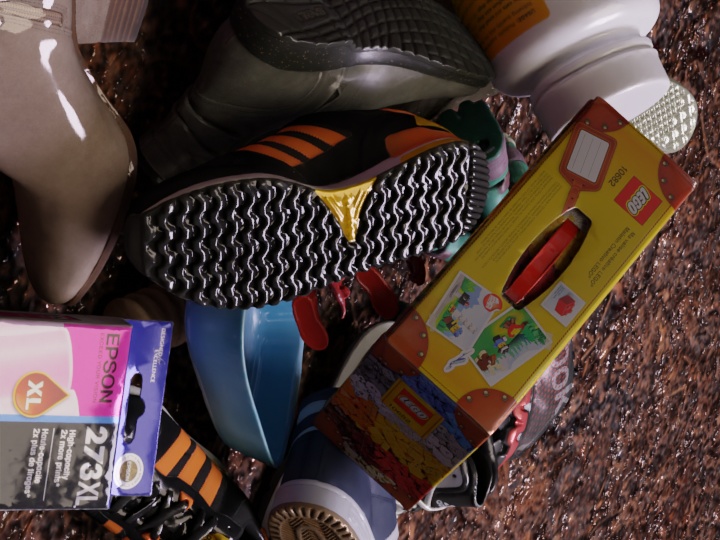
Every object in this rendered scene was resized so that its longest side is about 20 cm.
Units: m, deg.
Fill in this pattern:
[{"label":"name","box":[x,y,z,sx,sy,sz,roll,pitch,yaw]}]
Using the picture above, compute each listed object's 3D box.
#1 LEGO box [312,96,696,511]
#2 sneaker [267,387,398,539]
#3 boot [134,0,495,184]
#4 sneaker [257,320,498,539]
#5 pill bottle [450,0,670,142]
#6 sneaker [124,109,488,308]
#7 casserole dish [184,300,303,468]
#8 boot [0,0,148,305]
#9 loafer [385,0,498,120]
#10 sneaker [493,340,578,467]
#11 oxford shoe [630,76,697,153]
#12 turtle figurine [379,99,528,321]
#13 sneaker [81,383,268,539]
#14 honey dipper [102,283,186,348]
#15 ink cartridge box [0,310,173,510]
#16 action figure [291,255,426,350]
[{"label":"LEGO box","box":[0.077,0.020,1.185,0.200,0.077,0.149,-48,178,-27]},{"label":"sneaker","box":[-0.003,0.152,1.285,0.200,0.070,0.109,74,23,-50]},{"label":"boot","box":[-0.028,-0.095,1.179,0.199,0.068,0.131,1,139,-46]},{"label":"sneaker","box":[0.013,0.142,1.337,0.076,0.115,0.201,17,100,-59]},{"label":"pill bottle","box":[0.103,-0.178,1.247,0.109,0.109,0.201,-7,69,-56]},{"label":"sneaker","box":[-0.038,-0.038,1.087,0.199,0.090,0.070,-13,121,-27]},{"label":"casserole dish","box":[-0.064,0.030,1.195,0.200,0.039,0.122,78,18,-60]},{"label":"boot","box":[-0.173,-0.079,1.005,0.146,0.070,0.201,-1,106,-50]},{"label":"loafer","box":[0.034,-0.128,1.297,0.199,0.068,0.076,-21,162,-38]},{"label":"sneaker","box":[0.116,0.046,1.509,0.098,0.071,0.202,6,102,-58]},{"label":"oxford shoe","box":[0.163,-0.137,1.512,0.200,0.058,0.076,26,89,-44]},{"label":"turtle figurine","box":[0.075,-0.022,1.367,0.150,0.100,0.200,-62,155,-14]},{"label":"sneaker","box":[-0.103,0.127,1.168,0.070,0.090,0.200,-46,148,0]},{"label":"honey dipper","box":[-0.159,0.049,1.110,0.200,0.038,0.038,-26,126,-48]},{"label":"ink cartridge box","box":[-0.170,0.069,1.045,0.199,0.037,0.095,4,95,-43]},{"label":"action figure","box":[0.000,0.000,1.214,0.200,0.065,0.099,-93,159,-63]}]
